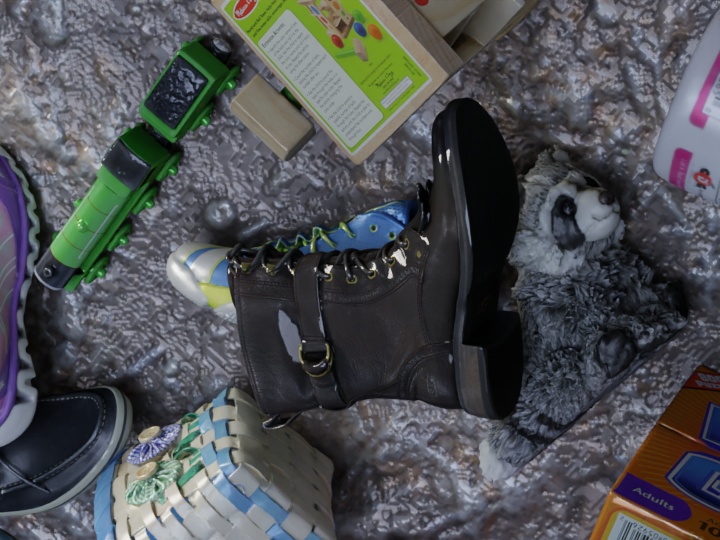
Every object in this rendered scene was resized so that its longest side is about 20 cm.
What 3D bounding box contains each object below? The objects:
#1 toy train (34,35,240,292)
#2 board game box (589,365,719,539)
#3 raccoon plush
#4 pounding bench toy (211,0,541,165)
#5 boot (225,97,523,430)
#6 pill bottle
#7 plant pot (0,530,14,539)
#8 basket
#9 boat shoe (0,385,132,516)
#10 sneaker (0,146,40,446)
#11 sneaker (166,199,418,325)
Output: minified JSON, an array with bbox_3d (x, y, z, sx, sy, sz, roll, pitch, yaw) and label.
[{"bbox_3d":[-0.139,-0.061,1.724,0.042,0.056,0.200,39,117,5],"label":"toy train"},{"bbox_3d":[0.219,0.211,1.597,0.200,0.200,0.200,26,115,11],"label":"board game box"},{"bbox_3d":[0.094,0.025,1.648,0.200,0.097,0.134,-44,81,28],"label":"raccoon plush"},{"bbox_3d":[0.016,-0.157,1.590,0.124,0.156,0.200,48,149,0],"label":"pounding bench toy"},{"bbox_3d":[0.000,0.000,1.606,0.174,0.069,0.201,4,104,27],"label":"boot"},{"bbox_3d":[0.270,-0.062,1.532,0.200,0.113,0.114,26,115,11],"label":"pill bottle"},{"bbox_3d":[-0.309,0.282,1.832,0.200,0.196,0.201,7,110,18],"label":"plant pot"},{"bbox_3d":[-0.110,0.179,1.732,0.139,0.176,0.200,36,104,-15],"label":"basket"},{"bbox_3d":[-0.233,0.117,1.808,0.200,0.062,0.075,-17,57,28],"label":"boat shoe"},{"bbox_3d":[-0.250,0.009,1.751,0.080,0.088,0.201,-8,82,23],"label":"sneaker"},{"bbox_3d":[-0.014,-0.004,1.697,0.200,0.076,0.105,20,98,12],"label":"sneaker"}]
